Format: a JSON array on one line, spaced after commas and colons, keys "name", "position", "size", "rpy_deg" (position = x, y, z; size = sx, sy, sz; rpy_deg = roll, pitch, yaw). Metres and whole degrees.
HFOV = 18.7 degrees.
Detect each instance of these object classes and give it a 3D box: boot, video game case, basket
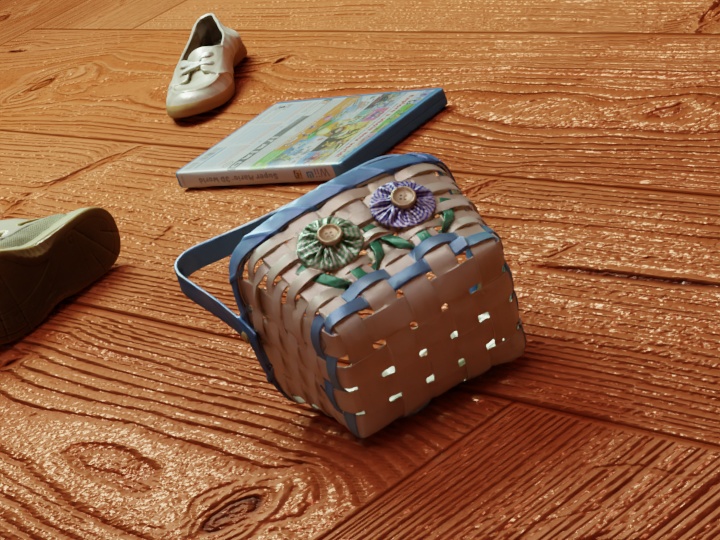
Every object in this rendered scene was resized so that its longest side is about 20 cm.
[{"name": "boot", "position": [-0.307, 0.008, 1.731], "size": [0.155, 0.072, 0.200], "rpy_deg": [-1, 23, 42]}, {"name": "video game case", "position": [-0.042, -0.111, 1.849], "size": [0.200, 0.018, 0.143], "rpy_deg": [-1, 28, 44]}, {"name": "basket", "position": [0.000, 0.000, 1.345], "size": [0.176, 0.139, 0.200], "rpy_deg": [-29, 31, -18]}]

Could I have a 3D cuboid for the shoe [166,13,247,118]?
[{"name": "shoe", "position": [-0.156, -0.199, 2.132], "size": [0.070, 0.053, 0.200], "rpy_deg": [-17, 21, 13]}]
